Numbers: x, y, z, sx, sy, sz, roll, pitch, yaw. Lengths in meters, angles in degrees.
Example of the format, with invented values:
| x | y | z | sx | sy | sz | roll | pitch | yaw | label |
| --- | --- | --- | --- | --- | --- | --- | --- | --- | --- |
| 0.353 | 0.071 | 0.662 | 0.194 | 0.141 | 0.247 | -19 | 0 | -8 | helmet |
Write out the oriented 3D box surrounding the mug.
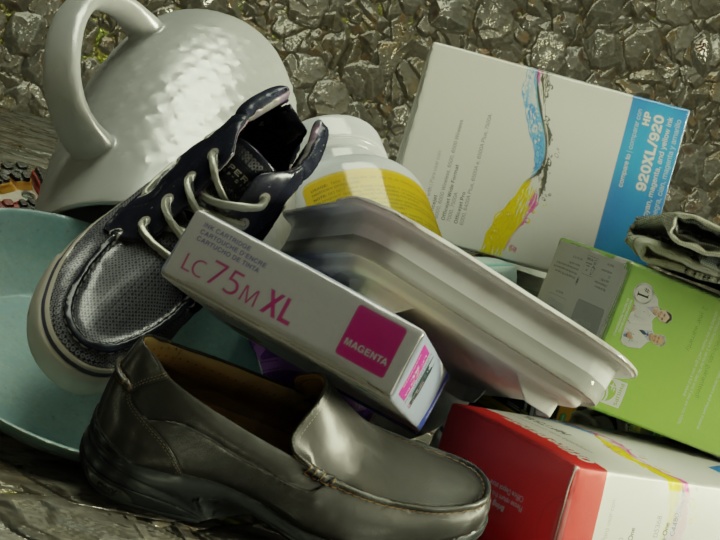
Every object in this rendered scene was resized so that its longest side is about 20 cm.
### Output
| x | y | z | sx | sy | sz | roll | pitch | yaw | label |
| --- | --- | --- | --- | --- | --- | --- | --- | --- | --- |
| -0.120 | -0.078 | 1.148 | 0.147 | 0.176 | 0.200 | -11 | -42 | 29 | mug |

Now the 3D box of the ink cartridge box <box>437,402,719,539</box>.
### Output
| x | y | z | sx | sy | sz | roll | pitch | yaw | label |
| --- | --- | --- | --- | --- | --- | --- | --- | --- | --- |
| 0.116 | 0.122 | 1.014 | 0.199 | 0.068 | 0.116 | 11 | 6 | -33 | ink cartridge box |

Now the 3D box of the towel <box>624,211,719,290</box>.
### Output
| x | y | z | sx | sy | sz | roll | pitch | yaw | label |
| --- | --- | --- | --- | --- | --- | --- | --- | --- | --- |
| 0.243 | 0.017 | 1.102 | 0.192 | 0.035 | 0.200 | 25 | 1 | 3 | towel |

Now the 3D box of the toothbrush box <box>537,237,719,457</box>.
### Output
| x | y | z | sx | sy | sz | roll | pitch | yaw | label |
| --- | --- | --- | --- | --- | --- | --- | --- | --- | --- |
| 0.207 | 0.059 | 1.121 | 0.199 | 0.087 | 0.146 | 19 | 3 | -12 | toothbrush box |

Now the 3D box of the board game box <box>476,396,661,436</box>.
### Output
| x | y | z | sx | sy | sz | roll | pitch | yaw | label |
| --- | --- | --- | --- | --- | --- | --- | --- | --- | --- |
| 0.172 | 0.094 | 1.470 | 0.164 | 0.057 | 0.200 | 12 | 7 | -24 | board game box |

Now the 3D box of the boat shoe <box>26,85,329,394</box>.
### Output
| x | y | z | sx | sy | sz | roll | pitch | yaw | label |
| --- | --- | --- | --- | --- | --- | --- | --- | --- | --- |
| -0.089 | -0.024 | 0.980 | 0.075 | 0.093 | 0.200 | 41 | 42 | -5 | boat shoe |

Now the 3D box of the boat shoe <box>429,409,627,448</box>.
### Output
| x | y | z | sx | sy | sz | roll | pitch | yaw | label |
| --- | --- | --- | --- | --- | --- | --- | --- | --- | --- |
| 0.142 | 0.114 | 1.157 | 0.199 | 0.066 | 0.072 | 17 | 6 | 11 | boat shoe |

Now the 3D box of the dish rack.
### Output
| x | y | z | sx | sy | sz | roll | pitch | yaw | label |
| --- | --- | --- | --- | --- | --- | --- | --- | --- | --- |
| 0.038 | 0.025 | 1.020 | 0.171 | 0.044 | 0.200 | 31 | -8 | -13 | dish rack |

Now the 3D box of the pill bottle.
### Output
| x | y | z | sx | sy | sz | roll | pitch | yaw | label |
| --- | --- | --- | --- | --- | --- | --- | --- | --- | --- |
| 0.000 | 0.000 | 1.216 | 0.112 | 0.112 | 0.201 | 12 | 43 | -32 | pill bottle |

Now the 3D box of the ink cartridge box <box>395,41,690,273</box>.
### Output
| x | y | z | sx | sy | sz | roll | pitch | yaw | label |
| --- | --- | --- | --- | --- | --- | --- | --- | --- | --- |
| 0.129 | -0.078 | 1.487 | 0.199 | 0.146 | 0.147 | 15 | 3 | 1 | ink cartridge box |

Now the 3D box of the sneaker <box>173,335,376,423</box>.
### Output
| x | y | z | sx | sy | sz | roll | pitch | yaw | label |
| --- | --- | --- | --- | --- | --- | --- | --- | --- | --- |
| -0.089 | 0.065 | 1.090 | 0.199 | 0.081 | 0.083 | 8 | 22 | 6 | sneaker |

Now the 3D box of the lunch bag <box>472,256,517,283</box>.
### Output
| x | y | z | sx | sy | sz | roll | pitch | yaw | label |
| --- | --- | --- | --- | --- | --- | --- | --- | --- | --- |
| 0.012 | 0.027 | 1.390 | 0.160 | 0.078 | 0.199 | 2 | 2 | 40 | lunch bag |

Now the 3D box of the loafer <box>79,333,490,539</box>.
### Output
| x | y | z | sx | sy | sz | roll | pitch | yaw | label |
| --- | --- | --- | --- | --- | --- | --- | --- | --- | --- |
| -0.026 | 0.083 | 0.906 | 0.199 | 0.073 | 0.073 | 12 | 29 | -18 | loafer |

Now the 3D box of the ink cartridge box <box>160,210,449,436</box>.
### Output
| x | y | z | sx | sy | sz | roll | pitch | yaw | label |
| --- | --- | --- | --- | --- | --- | --- | --- | --- | --- |
| -0.019 | 0.030 | 0.943 | 0.119 | 0.042 | 0.200 | 28 | -8 | 10 | ink cartridge box |

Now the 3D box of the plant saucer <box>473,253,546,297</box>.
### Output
| x | y | z | sx | sy | sz | roll | pitch | yaw | label |
| --- | --- | --- | --- | --- | --- | --- | --- | --- | --- |
| 0.178 | 0.036 | 1.517 | 0.199 | 0.051 | 0.200 | 16 | 4 | -1 | plant saucer |

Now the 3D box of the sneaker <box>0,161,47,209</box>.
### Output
| x | y | z | sx | sy | sz | roll | pitch | yaw | label |
| --- | --- | --- | --- | --- | --- | --- | --- | --- | --- |
| -0.271 | -0.009 | 1.249 | 0.199 | 0.082 | 0.078 | -10 | 43 | -43 | sneaker |

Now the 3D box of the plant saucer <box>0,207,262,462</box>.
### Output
| x | y | z | sx | sy | sz | roll | pitch | yaw | label |
| --- | --- | --- | --- | --- | --- | --- | --- | --- | --- |
| -0.147 | 0.043 | 0.999 | 0.200 | 0.039 | 0.201 | 20 | 30 | -12 | plant saucer |
